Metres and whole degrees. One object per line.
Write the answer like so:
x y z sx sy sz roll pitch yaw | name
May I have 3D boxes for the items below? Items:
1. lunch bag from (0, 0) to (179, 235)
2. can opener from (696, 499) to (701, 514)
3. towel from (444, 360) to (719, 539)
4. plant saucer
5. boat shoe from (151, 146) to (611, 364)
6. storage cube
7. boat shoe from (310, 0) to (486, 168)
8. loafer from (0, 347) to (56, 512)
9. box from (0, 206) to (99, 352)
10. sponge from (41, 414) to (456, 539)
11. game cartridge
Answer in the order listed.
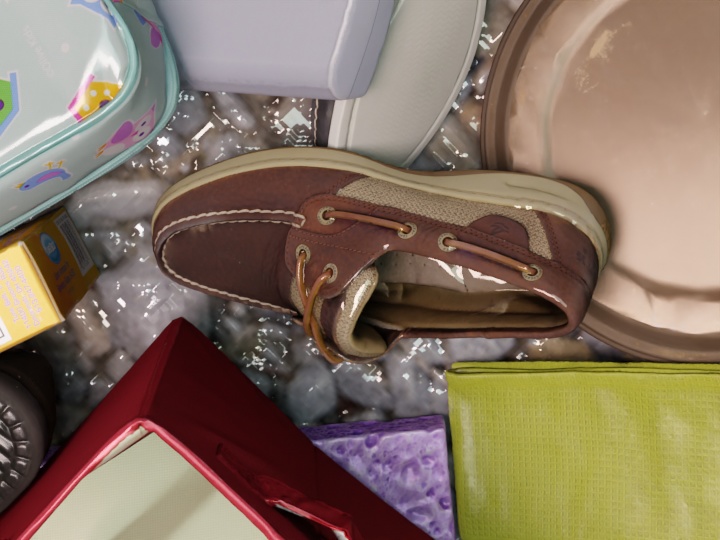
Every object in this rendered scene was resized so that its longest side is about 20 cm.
-0.178 -0.112 0.728 0.160 0.077 0.201 -31 78 9 | lunch bag
0.171 0.074 0.798 0.066 0.053 0.201 17 96 12 | can opener
0.128 0.082 0.768 0.199 0.018 0.087 0 97 29 | towel
0.146 -0.058 0.760 0.199 0.029 0.201 0 90 15 | plant saucer
0.000 0.000 0.746 0.199 0.072 0.072 5 134 16 | boat shoe
-0.073 0.151 0.711 0.171 0.180 0.200 41 97 -7 | storage cube
0.014 -0.132 0.759 0.060 0.074 0.201 32 119 35 | boat shoe
-0.194 0.100 0.779 0.200 0.071 0.073 -33 99 26 | loafer
-0.210 0.038 0.750 0.199 0.119 0.042 -24 98 2 | box
-0.054 0.129 0.813 0.199 0.030 0.112 -5 99 -1 | sponge
-0.040 -0.171 0.730 0.132 0.041 0.201 6 98 29 | game cartridge
